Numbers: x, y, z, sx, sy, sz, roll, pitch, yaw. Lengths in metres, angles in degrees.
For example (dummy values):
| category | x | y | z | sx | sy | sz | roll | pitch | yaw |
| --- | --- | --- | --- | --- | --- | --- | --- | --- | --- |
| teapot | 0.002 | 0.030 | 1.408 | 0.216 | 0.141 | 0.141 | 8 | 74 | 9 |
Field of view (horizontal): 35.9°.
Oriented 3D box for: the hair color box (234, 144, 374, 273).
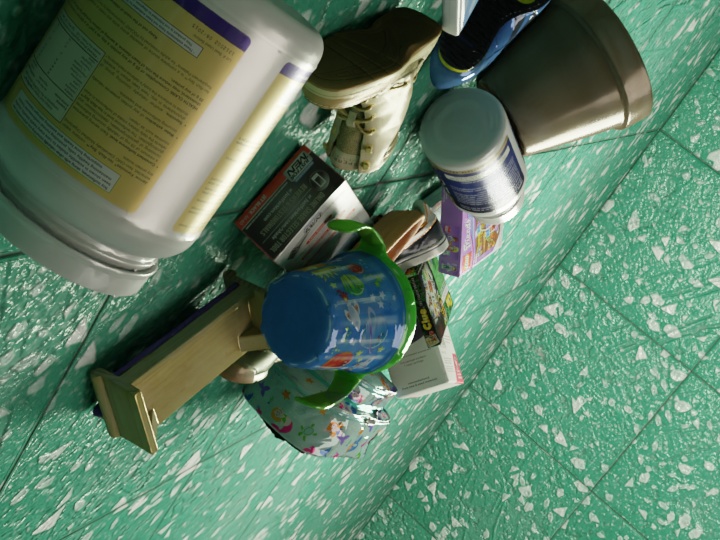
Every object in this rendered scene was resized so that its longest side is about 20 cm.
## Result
| category | x | y | z | sx | sy | sz | roll | pitch | yaw |
| --- | --- | --- | --- | --- | --- | --- | --- | --- | --- |
| hair color box | -0.055 | -0.050 | 1.202 | 0.111 | 0.064 | 0.200 | -48 | 167 | -2 |

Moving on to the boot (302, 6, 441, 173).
| category | x | y | z | sx | sy | sz | roll | pitch | yaw |
| --- | --- | --- | --- | --- | --- | --- | --- | --- | --- |
| boot | -0.004 | -0.156 | 1.068 | 0.200 | 0.072 | 0.156 | -43 | 161 | -49 |

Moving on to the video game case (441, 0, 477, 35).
| category | x | y | z | sx | sy | sz | roll | pitch | yaw |
| --- | --- | --- | --- | --- | --- | --- | --- | --- | --- |
| video game case | 0.123 | -0.340 | 1.020 | 0.183 | 0.022 | 0.200 | -62 | 168 | -14 |

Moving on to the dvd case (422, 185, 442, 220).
| category | x | y | z | sx | sy | sz | roll | pitch | yaw |
| --- | --- | --- | --- | --- | --- | --- | --- | --- | --- |
| dvd case | 0.109 | -0.066 | 1.738 | 0.146 | 0.022 | 0.201 | -38 | 162 | -40 |

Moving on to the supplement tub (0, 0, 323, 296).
| category | x | y | z | sx | sy | sz | roll | pitch | yaw |
| --- | --- | --- | --- | --- | --- | --- | --- | --- | --- |
| supplement tub | -0.132 | -0.100 | 0.681 | 0.201 | 0.145 | 0.145 | -53 | 165 | 11 |

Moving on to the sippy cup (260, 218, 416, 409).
| category | x | y | z | sx | sy | sz | roll | pitch | yaw |
| --- | --- | --- | --- | --- | --- | --- | --- | --- | --- |
| sippy cup | -0.031 | 0.047 | 1.160 | 0.139 | 0.179 | 0.130 | -24 | 168 | 33 |

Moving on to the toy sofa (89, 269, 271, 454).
| category | x | y | z | sx | sy | sz | roll | pitch | yaw |
| --- | --- | --- | --- | --- | --- | --- | --- | --- | --- |
| toy sofa | -0.186 | 0.085 | 1.140 | 0.200 | 0.097 | 0.083 | -39 | 137 | -36 |

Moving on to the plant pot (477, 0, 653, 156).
| category | x | y | z | sx | sy | sz | roll | pitch | yaw |
| --- | --- | --- | --- | --- | --- | --- | --- | --- | --- |
| plant pot | 0.255 | -0.245 | 1.461 | 0.173 | 0.201 | 0.200 | -31 | 164 | -4 |

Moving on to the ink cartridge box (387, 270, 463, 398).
| category | x | y | z | sx | sy | sz | roll | pitch | yaw |
| --- | --- | --- | --- | --- | --- | --- | --- | --- | --- |
| ink cartridge box | 0.076 | 0.080 | 1.631 | 0.084 | 0.202 | 0.145 | -18 | 170 | 11 |

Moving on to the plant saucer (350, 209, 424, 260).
| category | x | y | z | sx | sy | sz | roll | pitch | yaw |
| --- | --- | --- | --- | --- | --- | --- | --- | --- | --- |
| plant saucer | 0.000 | 0.000 | 1.328 | 0.200 | 0.037 | 0.200 | -50 | 175 | -6 |

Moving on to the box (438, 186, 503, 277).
| category | x | y | z | sx | sy | sz | roll | pitch | yaw |
| --- | --- | --- | --- | --- | --- | --- | --- | --- | --- |
| box | 0.164 | -0.107 | 1.598 | 0.137 | 0.039 | 0.202 | -32 | 130 | -50 |

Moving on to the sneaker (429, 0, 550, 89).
| category | x | y | z | sx | sy | sz | roll | pitch | yaw |
| --- | --- | --- | --- | --- | --- | --- | --- | --- | --- |
| sneaker | 0.148 | -0.280 | 1.259 | 0.200 | 0.066 | 0.078 | -45 | 176 | -18 |

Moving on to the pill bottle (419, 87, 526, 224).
| category | x | y | z | sx | sy | sz | roll | pitch | yaw |
| --- | --- | --- | --- | --- | --- | --- | --- | --- | --- |
| pill bottle | 0.152 | -0.137 | 1.426 | 0.111 | 0.111 | 0.200 | -49 | 150 | -5 |

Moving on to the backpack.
| category | x | y | z | sx | sy | sz | roll | pitch | yaw |
| --- | --- | --- | --- | --- | --- | --- | --- | --- | --- |
| backpack | -0.057 | 0.170 | 1.517 | 0.151 | 0.177 | 0.199 | -57 | 154 | 14 |

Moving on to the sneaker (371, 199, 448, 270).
| category | x | y | z | sx | sy | sz | roll | pitch | yaw |
| --- | --- | --- | --- | --- | --- | --- | --- | --- | --- |
| sneaker | 0.015 | -0.025 | 1.463 | 0.199 | 0.080 | 0.078 | -29 | -158 | -13 |

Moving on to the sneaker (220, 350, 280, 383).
| category | x | y | z | sx | sy | sz | roll | pitch | yaw |
| --- | --- | --- | --- | --- | --- | --- | --- | --- | --- |
| sneaker | -0.107 | 0.069 | 1.349 | 0.090 | 0.067 | 0.200 | -63 | 162 | 18 |

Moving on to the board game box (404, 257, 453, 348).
| category | x | y | z | sx | sy | sz | roll | pitch | yaw |
| --- | --- | --- | --- | --- | --- | --- | --- | --- | --- |
| board game box | 0.097 | 0.029 | 1.547 | 0.023 | 0.106 | 0.200 | -20 | -171 | 13 |
